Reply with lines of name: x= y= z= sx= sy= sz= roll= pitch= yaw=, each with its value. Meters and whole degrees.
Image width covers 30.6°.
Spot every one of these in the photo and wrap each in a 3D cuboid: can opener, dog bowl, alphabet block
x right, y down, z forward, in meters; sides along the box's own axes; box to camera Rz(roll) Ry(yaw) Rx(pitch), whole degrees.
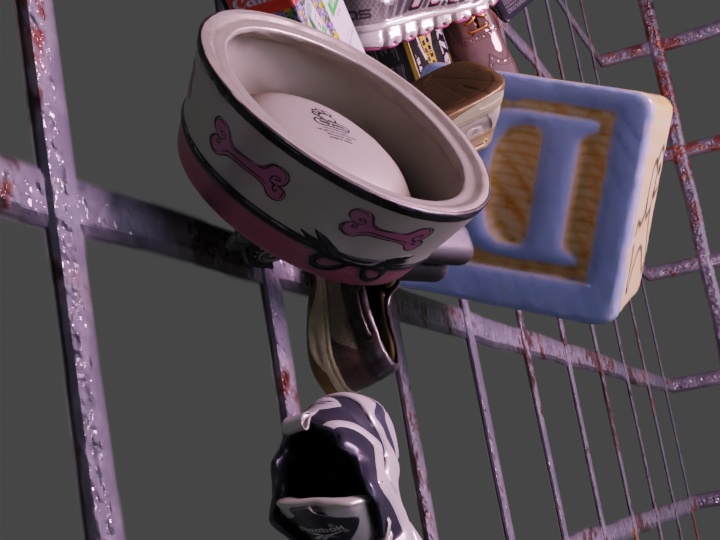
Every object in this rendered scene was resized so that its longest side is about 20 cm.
can opener: x=-0.009 y=-0.033 z=0.878 sx=0.200 sy=0.053 sz=0.067 roll=4 pitch=60 yaw=-45
dog bowl: x=-0.023 y=-0.071 z=0.799 sx=0.200 sy=0.074 sz=0.200 roll=26 pitch=28 yaw=-15
alphabet block: x=0.155 y=-0.073 z=1.154 sx=0.200 sy=0.196 sz=0.196 roll=-17 pitch=119 yaw=-72

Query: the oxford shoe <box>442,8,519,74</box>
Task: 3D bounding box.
oxford shoe: x=0.104 y=-0.257 z=1.357 sx=0.200 sy=0.071 sz=0.073 roll=56 pitch=-15 yaw=10

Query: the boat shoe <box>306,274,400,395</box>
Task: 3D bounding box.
boat shoe: x=0.000 y=0.000 z=0.959 sx=0.073 sy=0.065 sz=0.200 roll=48 pitch=33 yaw=-52

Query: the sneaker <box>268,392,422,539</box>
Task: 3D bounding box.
sneaker: x=-0.005 y=0.171 z=0.803 sx=0.130 sy=0.079 sz=0.200 roll=15 pitch=62 yaw=-68

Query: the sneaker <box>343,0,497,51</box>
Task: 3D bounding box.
sneaker: x=0.049 y=-0.256 z=1.149 sx=0.200 sy=0.074 sz=0.088 roll=-27 pitch=115 yaw=-32

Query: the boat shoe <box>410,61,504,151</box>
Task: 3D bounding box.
boat shoe: x=0.023 y=-0.084 z=0.952 sx=0.074 sy=0.200 sz=0.066 roll=43 pitch=-31 yaw=43

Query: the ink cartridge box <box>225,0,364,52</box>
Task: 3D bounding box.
ink cartridge box: x=-0.056 y=-0.205 z=0.963 sx=0.109 sy=0.050 sz=0.200 roll=-78 pitch=150 yaw=-52

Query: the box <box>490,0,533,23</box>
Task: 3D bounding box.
box: x=0.114 y=-0.398 z=1.396 sx=0.200 sy=0.104 sz=0.182 roll=55 pitch=7 yaw=31

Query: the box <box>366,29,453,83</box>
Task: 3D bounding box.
box: x=0.039 y=-0.235 z=1.270 sx=0.160 sy=0.049 sz=0.200 roll=-63 pitch=136 yaw=-66
